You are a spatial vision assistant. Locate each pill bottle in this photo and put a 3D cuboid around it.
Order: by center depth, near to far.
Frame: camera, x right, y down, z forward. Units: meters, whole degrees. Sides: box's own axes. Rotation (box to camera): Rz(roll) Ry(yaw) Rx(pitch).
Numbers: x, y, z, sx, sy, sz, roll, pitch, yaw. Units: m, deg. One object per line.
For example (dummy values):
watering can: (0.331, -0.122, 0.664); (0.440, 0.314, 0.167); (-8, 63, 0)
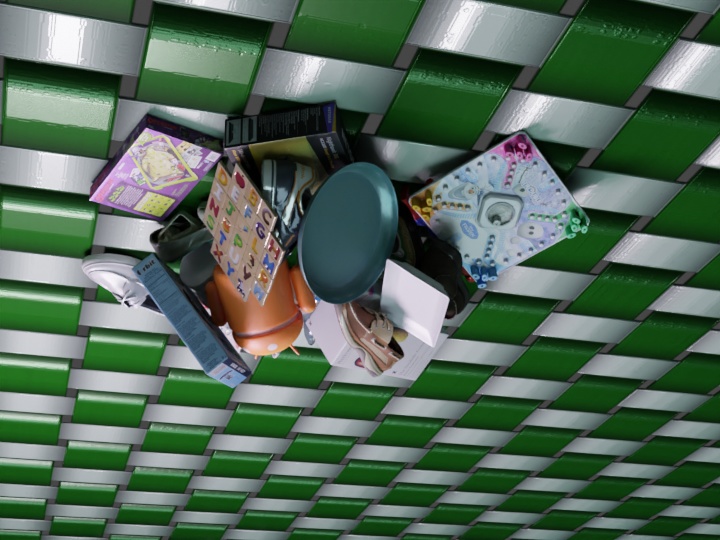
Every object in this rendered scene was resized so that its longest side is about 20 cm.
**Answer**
pill bottle: (-0.195, 0.026, 1.820); (0.111, 0.112, 0.200); (-20, 146, 29)

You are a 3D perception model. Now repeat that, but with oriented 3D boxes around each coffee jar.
coffee jar: (0.006, -0.031, 1.695); (0.199, 0.105, 0.085); (-3, 159, -42)

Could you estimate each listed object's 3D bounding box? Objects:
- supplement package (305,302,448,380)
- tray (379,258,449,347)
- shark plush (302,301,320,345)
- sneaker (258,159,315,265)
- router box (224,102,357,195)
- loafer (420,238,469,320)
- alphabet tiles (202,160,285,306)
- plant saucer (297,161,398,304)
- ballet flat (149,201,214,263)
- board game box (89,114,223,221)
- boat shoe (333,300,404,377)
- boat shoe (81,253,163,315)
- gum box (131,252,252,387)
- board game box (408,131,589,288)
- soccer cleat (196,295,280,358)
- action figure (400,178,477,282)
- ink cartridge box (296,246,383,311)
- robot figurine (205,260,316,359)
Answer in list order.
supplement package: (0.028, 0.099, 1.906); (0.199, 0.110, 0.114); (14, 120, -41)
tray: (0.081, 0.045, 1.679); (0.107, 0.022, 0.200); (32, 158, 11)
shark plush: (-0.095, 0.051, 1.923); (0.083, 0.091, 0.200); (27, 156, 9)
sneaker: (-0.104, -0.064, 1.561); (0.079, 0.079, 0.201); (1, 134, -10)
router box: (-0.088, -0.146, 1.582); (0.156, 0.053, 0.200); (-8, 150, 10)
loafer: (0.115, 0.025, 1.716); (0.073, 0.071, 0.200); (31, 160, 25)
alphabet tiles: (-0.164, -0.050, 1.559); (0.006, 0.167, 0.200); (-22, 154, -32)
plant saucer: (-0.021, -0.053, 1.560); (0.027, 0.201, 0.200); (19, 167, 37)
ballet flat: (-0.240, -0.069, 1.703); (0.199, 0.068, 0.064); (-24, 114, 29)
board game box: (-0.292, -0.141, 1.602); (0.119, 0.032, 0.200); (13, 147, -33)
boat shoe: (0.013, 0.089, 1.753); (0.071, 0.076, 0.200); (-24, 141, 7)
boat shoe: (-0.370, 0.031, 1.860); (0.072, 0.069, 0.199); (-25, 144, 34)
gum box: (-0.255, 0.080, 1.724); (0.044, 0.200, 0.170); (-37, 166, -2)
board game box: (0.204, -0.082, 1.649); (0.199, 0.026, 0.200); (-30, 123, 22)
soccer cleat: (-0.222, 0.097, 1.953); (0.199, 0.086, 0.069); (13, 150, -4)
action figure: (0.135, -0.070, 1.736); (0.065, 0.099, 0.200); (-15, 126, 27)
ink cartridge box: (0.000, 0.000, 1.782); (0.199, 0.117, 0.067); (17, 145, -30)
robot figurine: (-0.151, 0.041, 1.700); (0.143, 0.201, 0.117); (-21, -161, -18)
